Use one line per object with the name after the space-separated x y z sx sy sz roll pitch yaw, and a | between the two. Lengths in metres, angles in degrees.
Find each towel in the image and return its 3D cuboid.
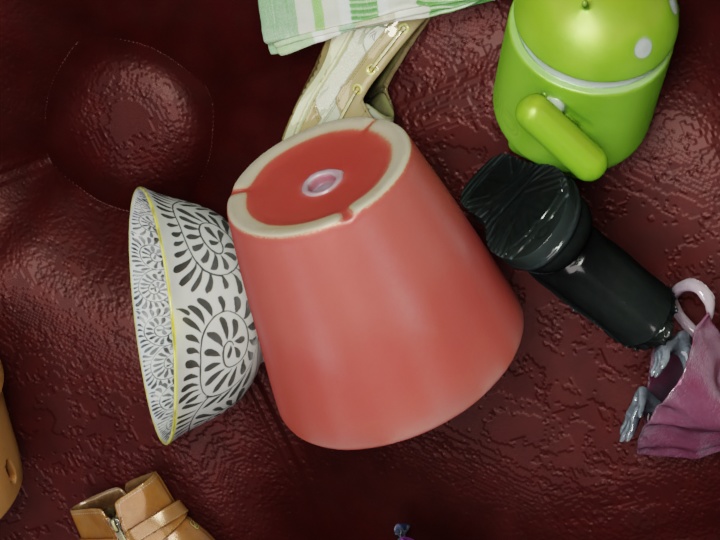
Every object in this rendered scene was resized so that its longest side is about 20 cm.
0.015 -0.245 1.505 0.199 0.023 0.153 -10 77 22 | towel

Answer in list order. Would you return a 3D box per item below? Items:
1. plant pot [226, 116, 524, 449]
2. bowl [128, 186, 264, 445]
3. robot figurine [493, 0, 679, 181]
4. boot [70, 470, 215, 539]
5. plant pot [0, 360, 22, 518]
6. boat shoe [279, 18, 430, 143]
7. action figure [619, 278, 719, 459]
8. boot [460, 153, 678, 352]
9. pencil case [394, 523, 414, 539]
0.000 0.000 1.522 0.200 0.201 0.178 -10 126 21 | plant pot
-0.118 0.030 1.626 0.094 0.201 0.201 -7 113 -13 | bowl
0.155 -0.147 1.460 0.115 0.176 0.200 25 149 11 | robot figurine
-0.208 0.271 1.789 0.200 0.077 0.155 -28 103 22 | boot
-0.370 0.144 1.738 0.199 0.200 0.140 -11 125 21 | plant pot
-0.006 -0.125 1.566 0.066 0.074 0.200 29 117 10 | boat shoe
0.303 0.112 1.575 0.199 0.134 0.149 16 73 -3 | action figure
0.159 -0.003 1.486 0.162 0.198 0.073 41 92 -18 | boot
0.025 0.312 1.690 0.085 0.092 0.200 26 89 36 | pencil case
